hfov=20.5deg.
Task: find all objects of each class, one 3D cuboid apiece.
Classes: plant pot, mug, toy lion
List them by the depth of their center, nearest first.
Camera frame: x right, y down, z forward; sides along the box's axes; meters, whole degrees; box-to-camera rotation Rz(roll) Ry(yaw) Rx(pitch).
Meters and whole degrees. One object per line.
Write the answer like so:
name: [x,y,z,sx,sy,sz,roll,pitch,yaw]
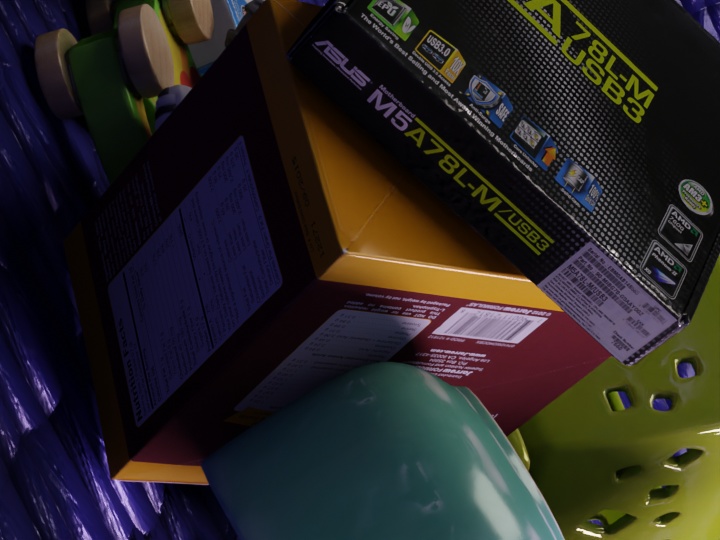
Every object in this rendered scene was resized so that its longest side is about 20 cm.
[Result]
mug: [0.016,0.113,0.858,0.152,0.114,0.185,59,-4,-13]
toy lion: [-0.103,-0.066,1.117,0.200,0.068,0.192,-73,146,-71]
plant pot: [0.102,0.069,1.131,0.200,0.181,0.199,102,-29,-53]

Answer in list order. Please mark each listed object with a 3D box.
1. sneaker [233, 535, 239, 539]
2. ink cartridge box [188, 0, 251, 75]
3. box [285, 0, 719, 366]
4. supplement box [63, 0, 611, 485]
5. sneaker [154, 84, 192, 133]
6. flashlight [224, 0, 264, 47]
sneaker: [-0.005,0.211,0.991,0.200,0.075,0.076,62,12,-17]
ink cartridge box: [-0.092,-0.169,1.308,0.200,0.067,0.116,13,56,-75]
box: [0.086,-0.084,0.883,0.200,0.048,0.193,42,43,-6]
supplement box: [0.000,0.000,0.931,0.197,0.200,0.133,7,54,-37]
sneaker: [-0.027,-0.048,1.053,0.200,0.115,0.075,38,49,-73]
flashlight: [0.006,-0.092,1.103,0.200,0.068,0.068,35,6,32]
